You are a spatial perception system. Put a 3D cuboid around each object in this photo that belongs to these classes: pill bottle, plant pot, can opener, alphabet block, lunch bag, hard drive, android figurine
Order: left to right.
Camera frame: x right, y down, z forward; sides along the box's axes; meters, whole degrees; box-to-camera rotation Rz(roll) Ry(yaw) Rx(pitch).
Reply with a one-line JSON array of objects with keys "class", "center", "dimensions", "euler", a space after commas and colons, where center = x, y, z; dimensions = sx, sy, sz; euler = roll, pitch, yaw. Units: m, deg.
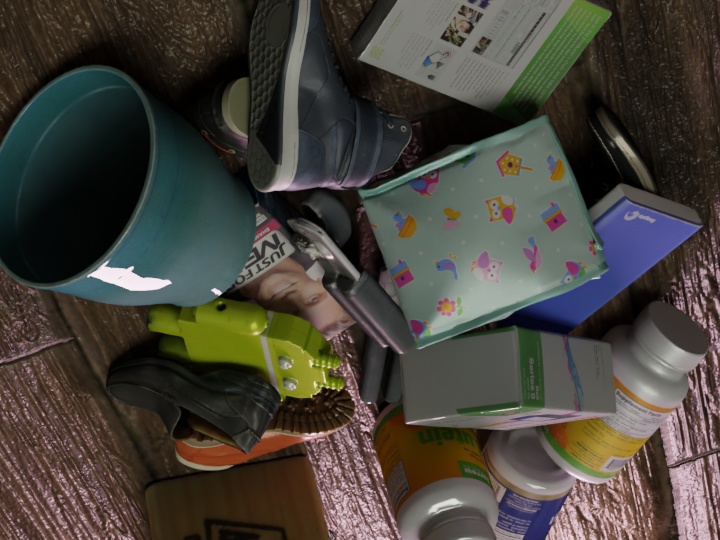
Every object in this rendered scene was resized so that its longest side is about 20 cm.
[{"class": "plant pot", "center": [-0.198, -0.055, 1.515], "dimensions": [0.200, 0.201, 0.188], "euler": [-38, 144, 19]}, {"class": "alphabet block", "center": [-0.126, 0.355, 1.894], "dimensions": [0.195, 0.201, 0.196], "euler": [-11, 134, -6]}, {"class": "android figurine", "center": [-0.112, 0.081, 1.691], "dimensions": [0.199, 0.041, 0.182], "euler": [13, 151, 10]}, {"class": "can opener", "center": [0.000, 0.000, 1.637], "dimensions": [0.067, 0.053, 0.200], "euler": [-55, 133, -15]}, {"class": "can opener", "center": [0.036, 0.075, 1.775], "dimensions": [0.053, 0.067, 0.201], "euler": [-1, 131, -14]}, {"class": "pill bottle", "center": [0.086, 0.238, 1.836], "dimensions": [0.110, 0.201, 0.112], "euler": [-8, 134, -9]}, {"class": "lunch bag", "center": [0.118, -0.039, 1.601], "dimensions": [0.199, 0.122, 0.171], "euler": [-22, 92, 5]}, {"class": "pill bottle", "center": [0.171, 0.276, 1.968], "dimensions": [0.110, 0.111, 0.201], "euler": [5, 131, -20]}, {"class": "hard drive", "center": [0.229, -0.005, 1.693], "dimensions": [0.131, 0.025, 0.200], "euler": [14, 134, -44]}, {"class": "pill bottle", "center": [0.292, 0.131, 1.870], "dimensions": [0.111, 0.111, 0.200], "euler": [18, 124, -29]}]

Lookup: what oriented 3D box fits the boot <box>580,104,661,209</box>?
[{"class": "boot", "center": [0.222, -0.066, 1.698], "dimensions": [0.150, 0.073, 0.200], "euler": [-26, 142, 8]}]

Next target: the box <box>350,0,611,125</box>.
[{"class": "box", "center": [0.111, -0.223, 1.549], "dimensions": [0.199, 0.036, 0.145], "euler": [19, 124, -28]}]

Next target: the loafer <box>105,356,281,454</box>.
[{"class": "loafer", "center": [-0.180, 0.137, 1.714], "dimensions": [0.199, 0.073, 0.073], "euler": [5, 149, 30]}]

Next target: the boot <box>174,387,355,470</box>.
[{"class": "boot", "center": [-0.107, 0.167, 1.828], "dimensions": [0.199, 0.075, 0.107], "euler": [-5, 150, -16]}]

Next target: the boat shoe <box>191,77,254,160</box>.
[{"class": "boat shoe", "center": [-0.067, -0.128, 1.569], "dimensions": [0.201, 0.074, 0.063], "euler": [18, 164, -42]}]

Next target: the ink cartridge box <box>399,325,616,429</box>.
[{"class": "ink cartridge box", "center": [0.155, 0.114, 1.754], "dimensions": [0.145, 0.088, 0.199], "euler": [-11, 169, 35]}]

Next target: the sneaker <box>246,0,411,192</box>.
[{"class": "sneaker", "center": [-0.024, -0.170, 1.507], "dimensions": [0.145, 0.077, 0.204], "euler": [0, 98, -34]}]

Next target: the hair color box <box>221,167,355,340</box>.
[{"class": "hair color box", "center": [-0.086, -0.004, 1.675], "dimensions": [0.100, 0.061, 0.200], "euler": [-33, 132, 15]}]
